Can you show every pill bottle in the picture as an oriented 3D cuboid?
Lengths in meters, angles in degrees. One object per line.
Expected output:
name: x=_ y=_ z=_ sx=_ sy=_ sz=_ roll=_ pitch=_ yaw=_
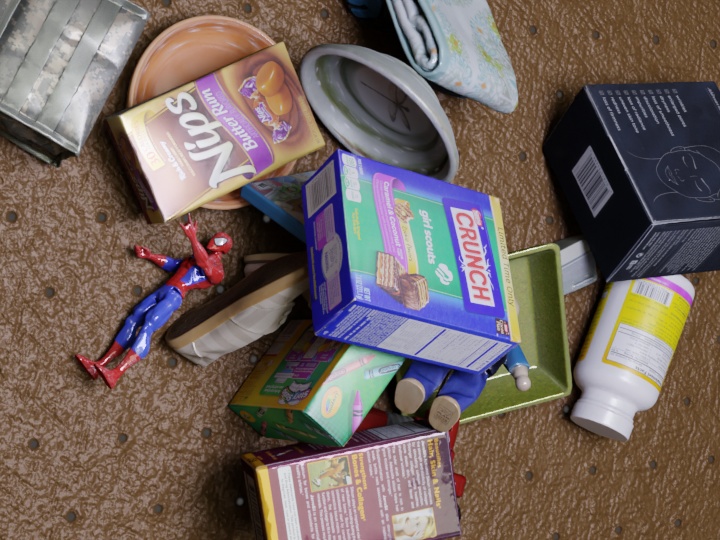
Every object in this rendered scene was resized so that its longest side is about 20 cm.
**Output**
pill bottle: x=0.315 y=0.094 z=1.797 sx=0.104 sy=0.104 sz=0.201 roll=29 pitch=76 yaw=-24

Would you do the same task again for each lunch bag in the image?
lunch bag: x=-0.328 y=-0.222 z=1.455 sx=0.199 sy=0.117 sz=0.165 roll=30 pitch=75 yaw=-18

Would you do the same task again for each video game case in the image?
video game case: x=-0.006 y=-0.068 z=1.590 sx=0.199 sy=0.143 sz=0.018 roll=-13 pitch=127 yaw=-42

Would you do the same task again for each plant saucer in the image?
plant saucer: x=0.028 y=-0.171 z=1.578 sx=0.200 sy=0.200 sz=0.050 roll=46 pitch=67 yaw=-19
plant saucer: x=-0.153 y=-0.164 z=1.591 sx=0.199 sy=0.037 sz=0.202 roll=1 pitch=88 yaw=-27
plant saucer: x=0.126 y=0.068 z=1.676 sx=0.198 sy=0.048 sz=0.201 roll=-14 pitch=120 yaw=-8

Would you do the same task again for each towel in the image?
towel: x=0.091 y=-0.273 z=1.622 sx=0.171 sy=0.048 sz=0.201 roll=11 pitch=55 yaw=-52

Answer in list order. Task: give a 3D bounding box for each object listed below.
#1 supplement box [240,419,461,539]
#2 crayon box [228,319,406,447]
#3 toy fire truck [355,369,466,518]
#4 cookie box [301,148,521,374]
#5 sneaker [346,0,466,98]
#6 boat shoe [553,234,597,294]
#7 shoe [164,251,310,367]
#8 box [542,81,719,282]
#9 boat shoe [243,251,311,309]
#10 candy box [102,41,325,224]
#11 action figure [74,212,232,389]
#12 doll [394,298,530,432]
supplement box: x=-0.009 y=0.224 z=1.520 sx=0.198 sy=0.086 sz=0.111 roll=-10 pitch=94 yaw=-14
crayon box: x=-0.046 y=0.111 z=1.548 sx=0.058 sy=0.200 sz=0.119 roll=43 pitch=71 yaw=-18
toy fire truck: x=0.046 y=0.172 z=1.629 sx=0.175 sy=0.128 sz=0.202 roll=17 pitch=84 yaw=-26
cookie box: x=0.049 y=-0.007 z=1.476 sx=0.199 sy=0.075 sz=0.172 roll=15 pitch=54 yaw=-32
sneaker: x=0.076 y=-0.274 z=1.696 sx=0.200 sy=0.073 sz=0.082 roll=42 pitch=58 yaw=-26
boat shoe: x=0.198 y=0.028 z=1.755 sx=0.200 sy=0.070 sz=0.072 roll=-28 pitch=101 yaw=-26
shoe: x=-0.109 y=0.041 z=1.538 sx=0.054 sy=0.199 sz=0.070 roll=52 pitch=30 yaw=-17
box: x=0.349 y=-0.106 z=1.764 sx=0.195 sy=0.124 sz=0.201 roll=-6 pitch=59 yaw=-27
boat shoe: x=-0.031 y=0.016 z=1.580 sx=0.075 sy=0.198 sz=0.069 roll=-9 pitch=102 yaw=-68
candy box: x=-0.146 y=-0.139 z=1.543 sx=0.199 sy=0.056 sz=0.117 roll=-28 pitch=102 yaw=-24
action figure: x=-0.211 y=0.014 z=1.534 sx=0.200 sy=0.065 sz=0.099 roll=-44 pitch=125 yaw=-22
doll: x=0.113 y=0.086 z=1.559 sx=0.136 sy=0.049 sz=0.200 roll=26 pitch=41 yaw=13
